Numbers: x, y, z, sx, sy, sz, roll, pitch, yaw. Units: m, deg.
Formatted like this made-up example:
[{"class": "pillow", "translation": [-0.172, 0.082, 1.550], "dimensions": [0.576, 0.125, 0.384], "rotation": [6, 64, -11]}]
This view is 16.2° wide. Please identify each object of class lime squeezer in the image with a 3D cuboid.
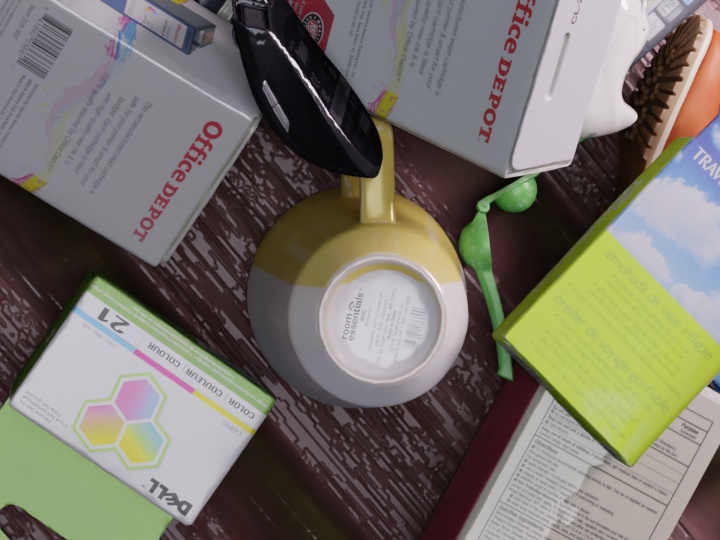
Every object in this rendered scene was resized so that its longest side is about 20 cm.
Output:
[{"class": "lime squeezer", "translation": [0.109, -0.033, 1.694], "dimensions": [0.070, 0.038, 0.201], "rotation": [22, 85, 19]}]

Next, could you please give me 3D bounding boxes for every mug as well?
[{"class": "mug", "translation": [-0.004, 0.009, 1.635], "dimensions": [0.149, 0.153, 0.187], "rotation": [-32, 97, -2]}]

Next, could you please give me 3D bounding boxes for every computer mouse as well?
[{"class": "computer mouse", "translation": [-0.056, -0.145, 1.563], "dimensions": [0.046, 0.141, 0.200], "rotation": [-30, 115, 18]}]

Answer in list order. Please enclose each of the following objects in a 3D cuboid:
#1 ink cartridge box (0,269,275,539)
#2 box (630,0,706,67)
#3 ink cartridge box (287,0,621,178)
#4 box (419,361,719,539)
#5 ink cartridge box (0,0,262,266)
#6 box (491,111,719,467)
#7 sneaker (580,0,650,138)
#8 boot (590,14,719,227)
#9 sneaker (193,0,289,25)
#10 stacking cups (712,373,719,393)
[{"class": "ink cartridge box", "translation": [-0.172, 0.123, 1.663], "dimensions": [0.148, 0.076, 0.200], "rotation": [35, 89, -8]}, {"class": "box", "translation": [0.191, -0.254, 1.686], "dimensions": [0.200, 0.049, 0.161], "rotation": [-40, 101, 0]}, {"class": "ink cartridge box", "translation": [0.055, -0.163, 1.591], "dimensions": [0.200, 0.083, 0.146], "rotation": [28, 112, 31]}, {"class": "box", "translation": [0.140, 0.141, 1.685], "dimensions": [0.127, 0.109, 0.201], "rotation": [29, 91, -8]}, {"class": "ink cartridge box", "translation": [-0.170, -0.117, 1.607], "dimensions": [0.200, 0.088, 0.145], "rotation": [32, 126, -7]}, {"class": "box", "translation": [0.194, 0.011, 1.603], "dimensions": [0.122, 0.048, 0.200], "rotation": [44, 87, -8]}, {"class": "sneaker", "translation": [0.145, -0.181, 1.642], "dimensions": [0.087, 0.074, 0.201], "rotation": [0, 102, -21]}, {"class": "boot", "translation": [0.226, -0.068, 1.700], "dimensions": [0.107, 0.075, 0.201], "rotation": [13, 102, -11]}, {"class": "sneaker", "translation": [-0.050, -0.222, 1.652], "dimensions": [0.074, 0.081, 0.200], "rotation": [29, 99, -23]}, {"class": "stacking cups", "translation": [0.246, 0.048, 1.678], "dimensions": [0.061, 0.061, 0.200], "rotation": [-47, 115, -1]}]
